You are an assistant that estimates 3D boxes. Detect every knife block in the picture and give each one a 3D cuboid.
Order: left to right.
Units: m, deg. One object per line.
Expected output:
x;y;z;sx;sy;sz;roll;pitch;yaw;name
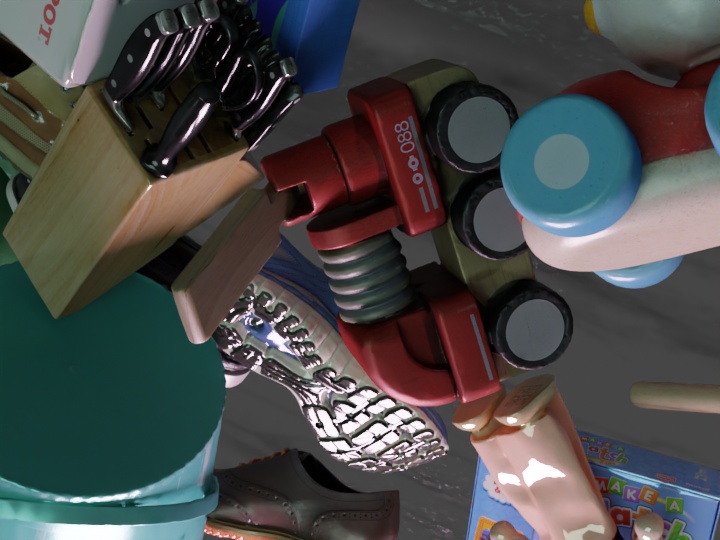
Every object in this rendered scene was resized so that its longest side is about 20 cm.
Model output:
-0.120;-0.061;0.717;0.199;0.176;0.064;-35;80;4;knife block

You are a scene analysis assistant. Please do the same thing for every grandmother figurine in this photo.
0.132;0.158;0.810;0.121;0.060;0.201;-9;113;56;grandmother figurine

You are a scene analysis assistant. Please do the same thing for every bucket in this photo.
-0.177;0.101;0.816;0.206;0.207;0.135;29;133;9;bucket

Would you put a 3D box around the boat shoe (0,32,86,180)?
-0.196;-0.104;0.869;0.199;0.076;0.074;25;116;12;boat shoe

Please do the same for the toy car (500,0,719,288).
0.151;-0.111;0.677;0.175;0.184;0.202;-14;76;19;toy car

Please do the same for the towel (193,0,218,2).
-0.122;-0.240;0.744;0.146;0.030;0.202;7;109;45;towel

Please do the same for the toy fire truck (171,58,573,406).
0.000;0.000;0.740;0.198;0.129;0.177;-20;107;-8;toy fire truck

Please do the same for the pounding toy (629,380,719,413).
0.262;0.093;0.697;0.141;0.201;0.185;22;124;-19;pounding toy

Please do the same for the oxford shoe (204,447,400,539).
-0.062;0.152;0.940;0.198;0.071;0.073;15;90;21;oxford shoe

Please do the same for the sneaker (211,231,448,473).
-0.009;0.047;0.852;0.078;0.090;0.200;-23;122;34;sneaker

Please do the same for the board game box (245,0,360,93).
-0.051;-0.218;0.731;0.152;0.045;0.201;39;129;31;board game box

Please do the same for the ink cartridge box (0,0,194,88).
-0.166;-0.211;0.710;0.200;0.083;0.146;41;126;21;ink cartridge box

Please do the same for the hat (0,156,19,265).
-0.312;0.005;0.899;0.165;0.176;0.201;-35;95;32;hat

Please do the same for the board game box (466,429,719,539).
0.139;0.199;0.876;0.150;0.037;0.202;15;118;18;board game box

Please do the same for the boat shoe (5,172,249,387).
-0.137;-0.008;0.886;0.200;0.074;0.060;42;123;-2;boat shoe
